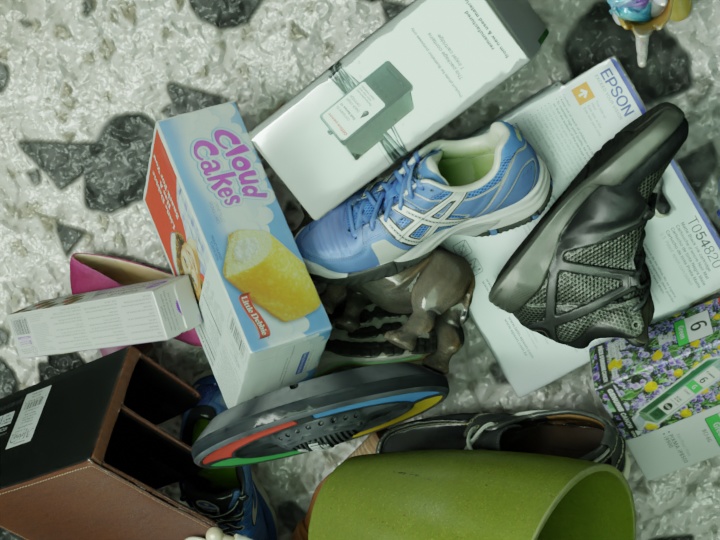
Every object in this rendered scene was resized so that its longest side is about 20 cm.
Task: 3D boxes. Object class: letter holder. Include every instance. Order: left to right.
[{"bbox_3d":[-0.201,0.158,1.309,0.142,0.101,0.199,36,143,-29],"label":"letter holder"}]

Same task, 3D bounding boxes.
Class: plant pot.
[{"bbox_3d":[0.067,0.203,1.174,0.199,0.186,0.189,15,109,34],"label":"plant pot"}]

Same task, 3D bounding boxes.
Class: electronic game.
[{"bbox_3d":[-0.029,0.112,1.217,0.198,0.200,0.042,-19,77,16],"label":"electronic game"}]

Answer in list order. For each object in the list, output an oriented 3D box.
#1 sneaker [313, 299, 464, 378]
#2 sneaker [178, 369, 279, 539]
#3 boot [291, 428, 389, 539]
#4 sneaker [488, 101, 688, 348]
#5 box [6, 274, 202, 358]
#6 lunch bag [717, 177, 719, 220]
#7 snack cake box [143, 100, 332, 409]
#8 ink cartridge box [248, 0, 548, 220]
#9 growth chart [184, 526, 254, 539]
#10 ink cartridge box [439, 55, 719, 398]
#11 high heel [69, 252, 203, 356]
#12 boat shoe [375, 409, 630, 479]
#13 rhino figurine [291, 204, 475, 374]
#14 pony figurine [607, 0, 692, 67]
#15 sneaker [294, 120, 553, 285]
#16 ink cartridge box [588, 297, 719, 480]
[{"bbox_3d":[-0.009,0.077,1.310,0.198,0.077,0.089,-11,133,13],"label":"sneaker"},{"bbox_3d":[-0.118,0.188,1.338,0.078,0.089,0.202,-5,106,13],"label":"sneaker"},{"bbox_3d":[0.038,0.244,1.324,0.199,0.077,0.156,38,107,3],"label":"boot"},{"bbox_3d":[0.192,-0.023,1.182,0.114,0.076,0.200,36,111,-1],"label":"sneaker"},{"bbox_3d":[-0.203,0.038,1.271,0.199,0.039,0.042,-10,101,45],"label":"box"},{"bbox_3d":[0.320,-0.096,1.127,0.127,0.170,0.200,40,108,0],"label":"lunch bag"},{"bbox_3d":[-0.096,-0.008,1.221,0.067,0.115,0.201,-17,68,-19],"label":"snack cake box"},{"bbox_3d":[0.030,-0.137,1.191,0.199,0.147,0.083,-35,97,19],"label":"ink cartridge box"},{"bbox_3d":[-0.090,0.264,1.318,0.143,0.018,0.200,18,144,-10],"label":"growth chart"},{"bbox_3d":[0.157,-0.033,1.246,0.199,0.041,0.201,-29,97,17],"label":"ink cartridge box"},{"bbox_3d":[-0.139,0.012,1.311,0.198,0.067,0.097,-12,107,26],"label":"high heel"},{"bbox_3d":[0.103,0.134,1.247,0.198,0.068,0.072,-1,64,20],"label":"boat shoe"},{"bbox_3d":[0.000,0.000,1.252,0.199,0.060,0.088,25,78,27],"label":"rhino figurine"},{"bbox_3d":[0.202,-0.244,1.096,0.165,0.200,0.195,7,106,10],"label":"pony figurine"},{"bbox_3d":[0.038,-0.054,1.190,0.198,0.076,0.077,-23,142,6],"label":"sneaker"},{"bbox_3d":[0.283,0.075,1.223,0.199,0.051,0.109,-23,124,17],"label":"ink cartridge box"}]
